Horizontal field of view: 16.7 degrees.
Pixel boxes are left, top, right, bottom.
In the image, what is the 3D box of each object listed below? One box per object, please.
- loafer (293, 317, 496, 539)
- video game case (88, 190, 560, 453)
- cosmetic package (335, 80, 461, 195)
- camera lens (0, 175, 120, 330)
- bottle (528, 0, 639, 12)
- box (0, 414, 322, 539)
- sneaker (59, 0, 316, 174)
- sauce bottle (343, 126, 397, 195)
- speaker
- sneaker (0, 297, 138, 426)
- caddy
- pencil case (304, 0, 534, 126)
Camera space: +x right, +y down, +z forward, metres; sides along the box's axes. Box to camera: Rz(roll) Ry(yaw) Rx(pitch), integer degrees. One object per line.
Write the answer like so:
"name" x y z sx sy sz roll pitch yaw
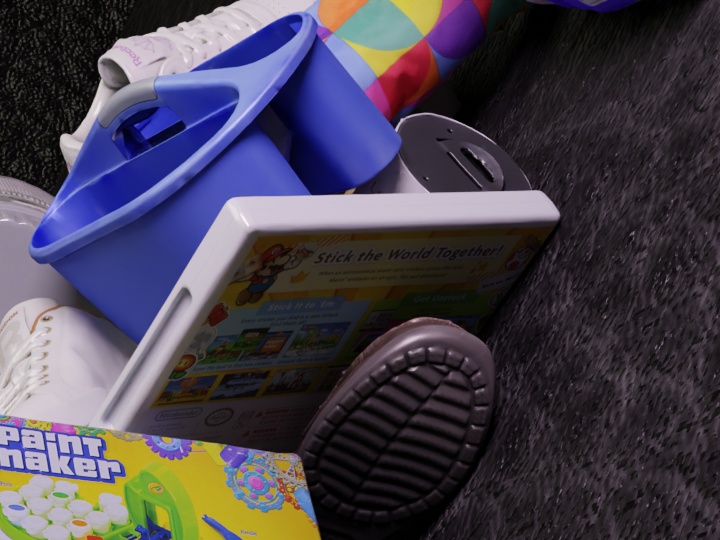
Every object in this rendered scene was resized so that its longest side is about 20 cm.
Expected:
"loafer" -0.003 0.089 1.144 0.200 0.073 0.071 -56 16 33
"video game case" -0.023 0.036 1.128 0.023 0.200 0.182 54 127 29
"cosmetic package" -0.049 -0.062 1.409 0.200 0.071 0.105 -47 47 -11
"camera lens" -0.210 0.031 1.364 0.160 0.160 0.200 -64 13 1
"bottle" 0.120 -0.166 1.170 0.084 0.065 0.200 -67 13 -9
"box" -0.117 0.174 1.028 0.122 0.200 0.193 -54 38 38
"sneaker" -0.083 -0.106 1.345 0.075 0.100 0.200 24 67 41
"sauce bottle" 0.000 0.000 1.331 0.200 0.066 0.066 -54 16 41
"speaker" 0.006 0.017 1.239 0.200 0.081 0.081 -55 15 33
"sneaker" -0.154 0.061 1.170 0.073 0.085 0.200 -48 -4 12
"caddy" -0.077 -0.049 1.169 0.200 0.105 0.141 -23 27 51
"pencil case" 0.014 -0.121 1.323 0.200 0.088 0.088 -41 7 -16
